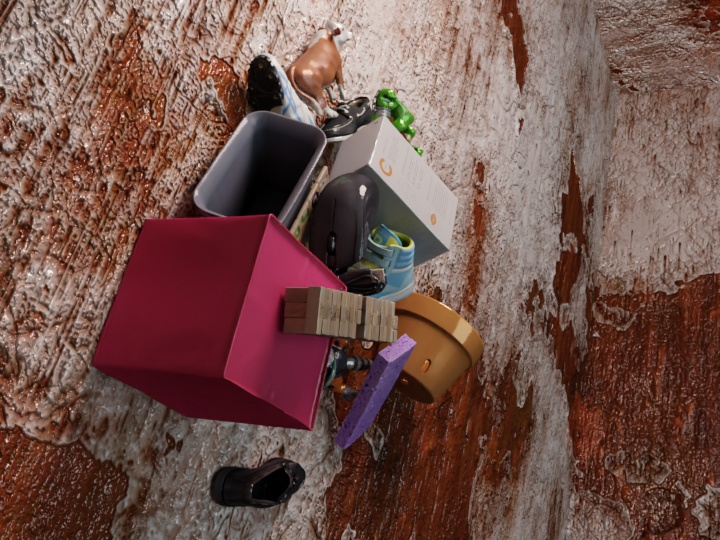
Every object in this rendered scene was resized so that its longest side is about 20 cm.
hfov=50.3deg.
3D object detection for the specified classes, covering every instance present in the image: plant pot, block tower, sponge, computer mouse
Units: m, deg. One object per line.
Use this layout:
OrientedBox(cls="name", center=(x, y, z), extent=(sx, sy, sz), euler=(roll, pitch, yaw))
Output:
OrientedBox(cls="plant pot", center=(0.116, 0.157, 1.458), extent=(0.141, 0.198, 0.201), euler=(-56, 139, -21))
OrientedBox(cls="block tower", center=(-0.021, 0.056, 0.931), extent=(0.199, 0.057, 0.055), euler=(17, 75, -62))
OrientedBox(cls="sponge", center=(0.025, 0.210, 1.327), extent=(0.111, 0.030, 0.202), euler=(-27, 147, -59))
OrientedBox(cls="computer mouse", center=(-0.024, -0.059, 1.054), extent=(0.053, 0.136, 0.203), euler=(49, 41, -52))

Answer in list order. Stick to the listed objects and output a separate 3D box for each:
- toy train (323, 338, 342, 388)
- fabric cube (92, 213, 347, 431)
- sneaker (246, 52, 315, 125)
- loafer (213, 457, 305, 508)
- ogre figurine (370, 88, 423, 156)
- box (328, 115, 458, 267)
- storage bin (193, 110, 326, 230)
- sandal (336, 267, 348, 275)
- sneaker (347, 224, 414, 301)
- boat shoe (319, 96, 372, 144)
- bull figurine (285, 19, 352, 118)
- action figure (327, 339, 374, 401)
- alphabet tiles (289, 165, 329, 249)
OrientedBox(cls="toy train", center=(-0.091, 0.109, 1.078), extent=(0.084, 0.199, 0.116), euler=(22, 65, -25))
OrientedBox(cls="fabric cube", center=(-0.161, 0.065, 0.934), extent=(0.200, 0.197, 0.199), euler=(47, 50, -51))
OrientedBox(cls="sneaker", center=(-0.111, -0.241, 1.153), extent=(0.073, 0.071, 0.201), euler=(-59, 143, -34))
OrientedBox(cls="loafer", center=(-0.131, 0.316, 1.120), extent=(0.199, 0.062, 0.073), euler=(17, 75, -60))
OrientedBox(cls="ogre figurine", center=(0.053, -0.209, 1.321), extent=(0.200, 0.097, 0.121), euler=(91, 21, -71))
OrientedBox(cls="box", center=(0.054, -0.119, 1.211), extent=(0.200, 0.097, 0.125), euler=(44, 41, -27))
OrientedBox(cls="storage bin", center=(-0.142, -0.098, 1.055), extent=(0.135, 0.143, 0.202), euler=(97, 14, -51))
OrientedBox(cls="sandal", center=(-0.008, 0.051, 1.296), extent=(0.201, 0.074, 0.049), euler=(65, 5, -66))
OrientedBox(cls="sneaker", center=(0.000, 0.000, 1.153), extent=(0.198, 0.079, 0.132), euler=(-24, 138, -29))
OrientedBox(cls="boat shoe", center=(-0.029, -0.257, 1.307), extent=(0.200, 0.074, 0.061), euler=(-50, 133, -65))
OrientedBox(cls="bull figurine", center=(-0.063, -0.320, 1.245), extent=(0.201, 0.064, 0.123), euler=(-55, 132, -44))
OrientedBox(cls="action figure", center=(-0.043, 0.116, 1.246), extent=(0.193, 0.103, 0.203), euler=(35, 62, -67))
OrientedBox(cls="alphabet tiles", center=(-0.072, -0.026, 1.133), extent=(0.201, 0.007, 0.169), euler=(82, 27, -55))
